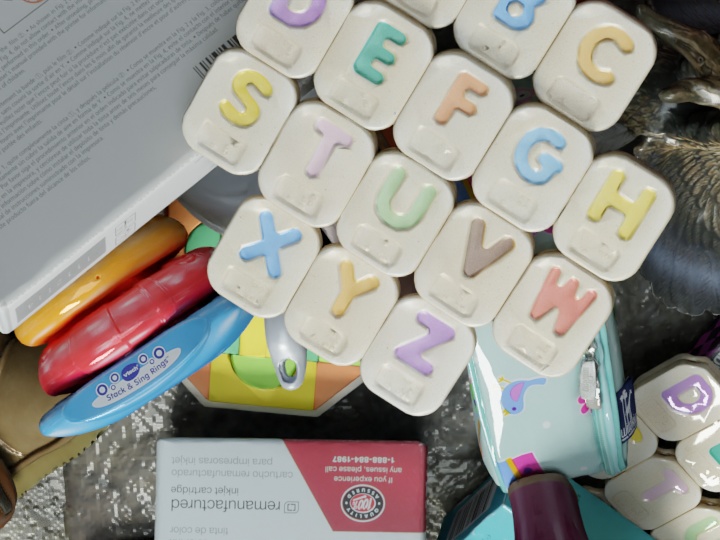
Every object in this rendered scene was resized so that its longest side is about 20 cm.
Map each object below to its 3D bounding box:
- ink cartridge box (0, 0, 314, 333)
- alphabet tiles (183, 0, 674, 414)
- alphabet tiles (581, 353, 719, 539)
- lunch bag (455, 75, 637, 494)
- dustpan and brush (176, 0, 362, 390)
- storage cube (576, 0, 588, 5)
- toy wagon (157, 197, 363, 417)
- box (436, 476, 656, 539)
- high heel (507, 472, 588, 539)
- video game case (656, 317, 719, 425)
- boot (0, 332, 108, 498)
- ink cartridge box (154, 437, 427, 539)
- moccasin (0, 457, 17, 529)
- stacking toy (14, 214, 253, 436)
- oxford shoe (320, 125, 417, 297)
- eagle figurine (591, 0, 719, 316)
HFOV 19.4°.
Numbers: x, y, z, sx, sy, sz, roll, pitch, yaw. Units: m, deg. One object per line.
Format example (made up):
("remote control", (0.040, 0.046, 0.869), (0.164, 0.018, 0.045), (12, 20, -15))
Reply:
("ink cartridge box", (-0.138, -0.102, 0.942), (0.200, 0.045, 0.176), (-39, 81, -16))
("alphabet tiles", (0.027, -0.045, 0.888), (0.199, 0.015, 0.196), (33, 106, 1))
("alphabet tiles", (0.201, 0.134, 1.134), (0.195, 0.015, 0.200), (-32, 110, 30))
("lunch bag", (0.083, -0.002, 1.011), (0.076, 0.201, 0.162), (-7, 122, 4))
("dustpan and brush", (-0.050, -0.042, 1.046), (0.138, 0.057, 0.202), (-8, 82, 14))
("storage cube", (0.125, -0.240, 0.929), (0.179, 0.200, 0.172), (-30, 100, 13))
("toy wagon", (-0.047, -0.022, 1.101), (0.154, 0.040, 0.202), (5, 111, 0))
("box", (0.139, 0.187, 1.152), (0.199, 0.049, 0.082), (35, 131, -8))
("high heel", (0.111, 0.176, 1.016), (0.067, 0.097, 0.200), (-18, 150, 18))
("video game case", (0.285, 0.056, 1.122), (0.181, 0.036, 0.200), (39, 107, -13))
("boot", (-0.216, 0.021, 1.089), (0.200, 0.066, 0.175), (41, 129, -12))
("ink cartridge box", (-0.037, 0.191, 1.116), (0.144, 0.083, 0.202), (1, 85, -2))
("moccasin", (-0.278, 0.141, 1.131), (0.200, 0.078, 0.074), (-4, 117, 29))
("stacking toy", (-0.141, -0.031, 0.987), (0.116, 0.110, 0.201), (-32, 90, 6))
("oxford shoe", (0.000, 0.000, 1.021), (0.072, 0.071, 0.201), (-27, 140, -13))
("eagle figurine", (0.173, -0.069, 0.974), (0.151, 0.200, 0.151), (-37, 81, 0))
